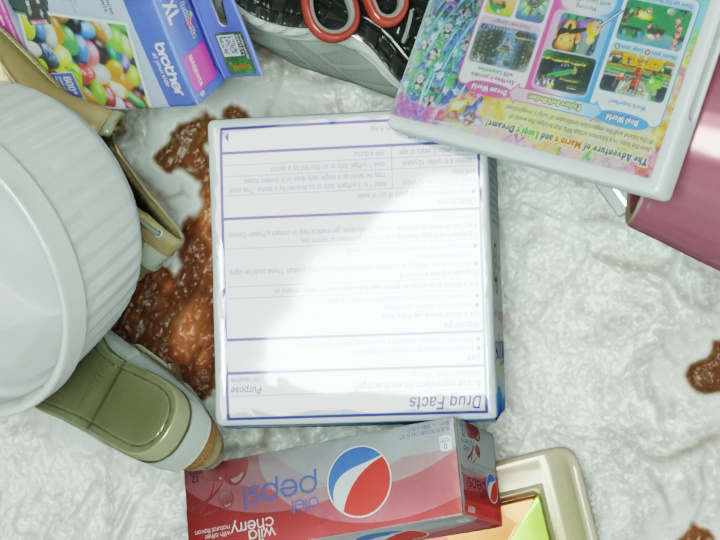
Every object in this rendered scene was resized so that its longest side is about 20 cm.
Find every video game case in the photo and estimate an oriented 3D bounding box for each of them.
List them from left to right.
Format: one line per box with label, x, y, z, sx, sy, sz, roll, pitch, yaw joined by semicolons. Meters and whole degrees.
video game case;0.125;-0.150;1.160;0.199;0.024;0.184;17;87;36

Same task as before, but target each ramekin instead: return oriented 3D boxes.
ramekin;-0.229;-0.021;1.206;0.199;0.105;0.202;16;124;26

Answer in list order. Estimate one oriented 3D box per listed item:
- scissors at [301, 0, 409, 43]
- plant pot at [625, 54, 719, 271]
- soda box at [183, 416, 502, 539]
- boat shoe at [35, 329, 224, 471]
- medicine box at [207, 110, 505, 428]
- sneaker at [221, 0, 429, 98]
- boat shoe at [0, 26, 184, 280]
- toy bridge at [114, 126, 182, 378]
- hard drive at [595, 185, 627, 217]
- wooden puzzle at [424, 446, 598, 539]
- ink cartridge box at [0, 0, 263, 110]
scissors;-0.042;-0.236;1.256;0.073;0.014;0.201;-31;88;-15
plant pot;0.262;-0.067;1.181;0.177;0.200;0.202;14;90;2
soda box;-0.013;0.146;1.254;0.198;0.070;0.064;-14;72;24
boat shoe;-0.165;0.079;1.274;0.200;0.068;0.075;34;88;43
medicine box;0.000;0.000;1.272;0.180;0.103;0.202;-2;89;8
sneaker;0.000;-0.158;1.299;0.199;0.079;0.075;23;72;-7
boat shoe;-0.185;-0.087;1.273;0.076;0.072;0.201;-30;105;24
toy bridge;-0.176;-0.011;1.335;0.067;0.027;0.202;-14;88;8
hard drive;0.166;-0.156;1.292;0.131;0.025;0.201;-36;84;5
wooden puzzle;0.068;0.229;1.290;0.198;0.037;0.187;-14;87;7
ink cartridge box;-0.166;-0.163;1.263;0.198;0.042;0.120;-1;123;35
